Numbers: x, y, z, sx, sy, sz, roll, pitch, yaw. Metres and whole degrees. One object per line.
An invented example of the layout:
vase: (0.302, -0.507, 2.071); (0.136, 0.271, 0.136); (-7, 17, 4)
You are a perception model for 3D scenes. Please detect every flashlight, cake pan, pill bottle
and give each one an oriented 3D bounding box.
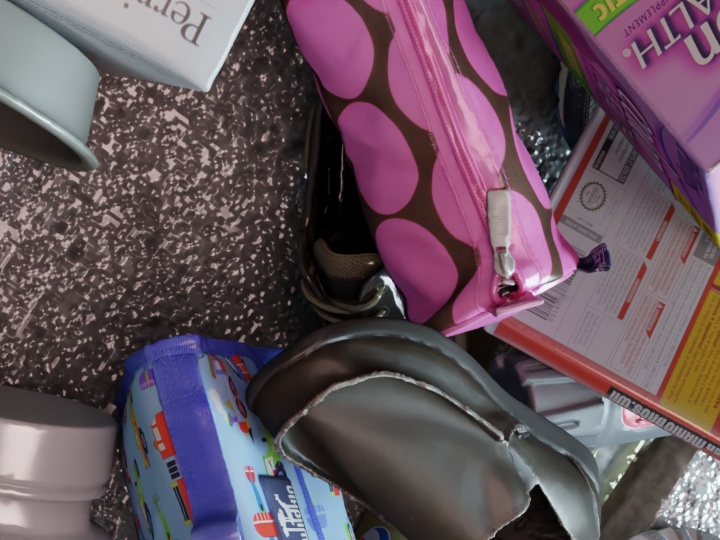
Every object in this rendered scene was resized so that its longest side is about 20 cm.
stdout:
flashlight: (0.154, 0.046, 1.080); (0.199, 0.068, 0.068); (-7, 93, -24)
cake pan: (-0.188, -0.098, 0.940); (0.200, 0.200, 0.037); (28, 82, -20)
pill bottle: (-0.167, 0.155, 1.023); (0.119, 0.120, 0.201); (9, 95, -19)

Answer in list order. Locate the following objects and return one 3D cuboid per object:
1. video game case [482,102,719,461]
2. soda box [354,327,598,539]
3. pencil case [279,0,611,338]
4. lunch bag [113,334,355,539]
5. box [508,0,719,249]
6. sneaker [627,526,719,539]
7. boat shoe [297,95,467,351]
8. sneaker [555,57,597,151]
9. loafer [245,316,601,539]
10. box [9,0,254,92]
video game case: (0.170, 0.018, 1.055); (0.199, 0.017, 0.143); (29, 58, 2)
soda box: (0.042, 0.127, 1.118); (0.068, 0.064, 0.201); (27, 88, -21)
pencil case: (0.024, -0.074, 0.975); (0.090, 0.094, 0.201); (-24, 97, 4)
lunch bag: (-0.055, 0.109, 0.985); (0.094, 0.200, 0.151); (-16, 83, 1)
box: (0.122, -0.126, 0.995); (0.097, 0.176, 0.200); (-40, 76, 2)
sneaker: (0.112, 0.201, 1.159); (0.200, 0.082, 0.075); (-36, 67, -23)
boat shoe: (0.000, 0.000, 1.071); (0.073, 0.074, 0.201); (-6, 93, -60)
sneaker: (0.169, -0.130, 1.114); (0.077, 0.085, 0.200); (40, 85, -19)
loafer: (0.038, 0.081, 0.969); (0.199, 0.072, 0.073); (26, 122, -38)
box: (-0.138, -0.175, 0.944); (0.198, 0.200, 0.131); (27, 88, -20)
